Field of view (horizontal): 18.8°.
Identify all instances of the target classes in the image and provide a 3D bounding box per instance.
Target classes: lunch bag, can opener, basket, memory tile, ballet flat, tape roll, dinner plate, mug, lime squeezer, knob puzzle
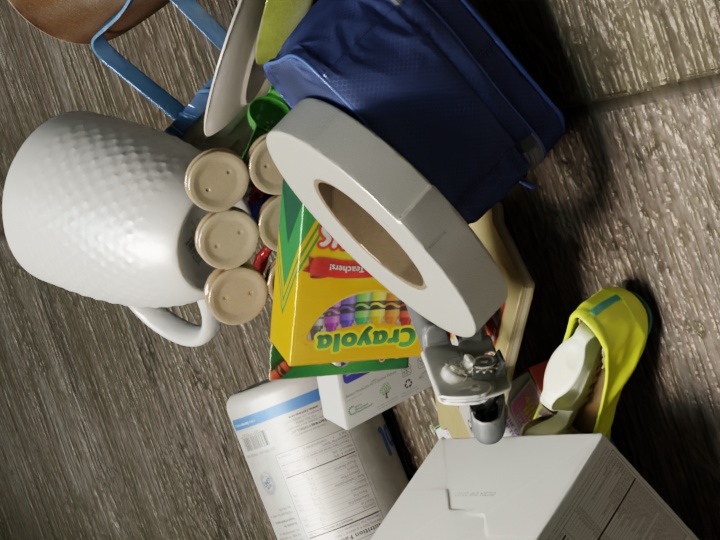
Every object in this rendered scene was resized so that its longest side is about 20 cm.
[{"bbox_3d":[0.048,-0.122,1.515,0.200,0.132,0.136,47,169,-15],"label":"lunch bag"},{"bbox_3d":[0.068,0.060,1.586,0.200,0.053,0.067,-109,10,-64],"label":"can opener"},{"bbox_3d":[-0.132,-0.157,1.852,0.200,0.139,0.176,39,157,-11],"label":"basket"},{"bbox_3d":[-0.035,-0.047,1.701,0.017,0.199,0.154,-134,30,-59],"label":"memory tile"},{"bbox_3d":[0.148,0.099,1.544,0.067,0.067,0.200,38,128,30],"label":"ballet flat"},{"bbox_3d":[0.018,-0.036,1.500,0.203,0.037,0.203,43,169,11],"label":"tape roll"},{"bbox_3d":[-0.071,-0.191,1.631,0.024,0.200,0.200,21,144,4],"label":"dinner plate"},{"bbox_3d":[-0.173,-0.023,1.780,0.175,0.148,0.200,16,136,39],"label":"mug"},{"bbox_3d":[-0.066,-0.151,1.750,0.038,0.200,0.071,23,170,14],"label":"lime squeezer"},{"bbox_3d":[0.093,0.036,1.663,0.220,0.030,0.220,-178,90,-75],"label":"knob puzzle"}]

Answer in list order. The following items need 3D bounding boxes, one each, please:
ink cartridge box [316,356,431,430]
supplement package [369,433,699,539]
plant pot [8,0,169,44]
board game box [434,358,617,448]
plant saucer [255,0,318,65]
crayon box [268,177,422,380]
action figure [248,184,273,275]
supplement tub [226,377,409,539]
[{"bbox_3d":[0.003,0.023,1.793,0.039,0.099,0.201,25,131,48],"label":"ink cartridge box"},{"bbox_3d":[0.135,0.233,1.524,0.200,0.147,0.191,47,154,-21],"label":"supplement package"},{"bbox_3d":[-0.194,-0.306,1.875,0.200,0.187,0.187,-10,101,50],"label":"plant pot"},{"bbox_3d":[0.140,0.162,1.696,0.153,0.040,0.200,65,155,7],"label":"board game box"},{"bbox_3d":[-0.025,-0.238,1.589,0.031,0.200,0.200,22,145,2],"label":"plant saucer"},{"bbox_3d":[0.000,0.000,1.697,0.051,0.127,0.201,-133,43,-58],"label":"crayon box"},{"bbox_3d":[-0.056,-0.059,1.772,0.065,0.052,0.200,37,134,-6],"label":"action figure"},{"bbox_3d":[-0.028,0.183,1.949,0.132,0.132,0.201,-21,91,65],"label":"supplement tub"}]
